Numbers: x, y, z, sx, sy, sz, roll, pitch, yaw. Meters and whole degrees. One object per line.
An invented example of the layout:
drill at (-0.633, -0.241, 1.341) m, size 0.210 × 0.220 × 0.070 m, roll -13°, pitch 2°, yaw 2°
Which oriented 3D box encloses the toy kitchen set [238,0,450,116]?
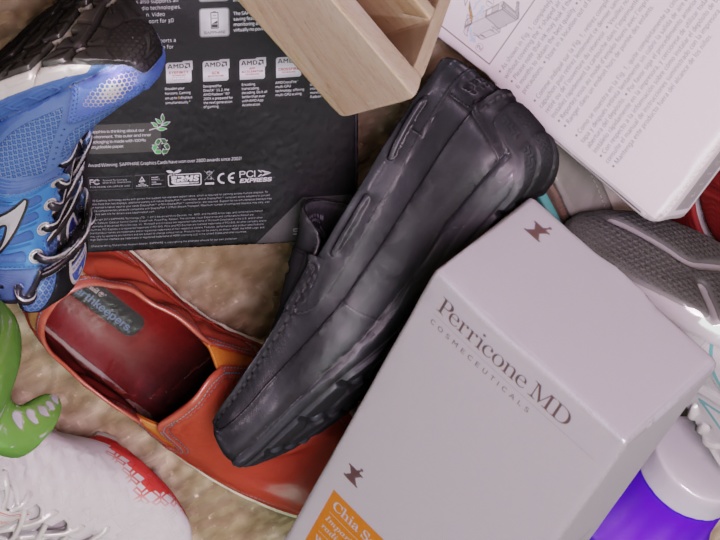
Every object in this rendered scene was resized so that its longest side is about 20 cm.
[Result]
toy kitchen set at (0.039, -0.192, 0.804) m, size 0.199 × 0.164 × 0.181 m, roll -11°, pitch 135°, yaw 39°

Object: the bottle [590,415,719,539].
bottle at (0.105, 0.145, 1.041) m, size 0.083 × 0.066 × 0.200 m, roll 23°, pitch 130°, yaw -12°

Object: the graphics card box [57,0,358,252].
graphics card box at (-0.063, -0.108, 0.932) m, size 0.124 × 0.051 × 0.201 m, roll -4°, pitch 116°, yaw -7°

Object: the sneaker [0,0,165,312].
sneaker at (-0.130, -0.039, 0.902) m, size 0.089 × 0.079 × 0.200 m, roll 46°, pitch 137°, yaw -9°

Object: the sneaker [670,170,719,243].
sneaker at (0.202, -0.035, 1.011) m, size 0.115 × 0.078 × 0.201 m, roll -21°, pitch 116°, yaw -19°

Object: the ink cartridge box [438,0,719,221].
ink cartridge box at (0.118, -0.152, 0.924) m, size 0.176 × 0.045 × 0.201 m, roll 41°, pitch 108°, yaw 15°

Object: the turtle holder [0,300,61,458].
turtle holder at (-0.205, 0.043, 0.834) m, size 0.140 × 0.186 × 0.132 m, roll -28°, pitch 115°, yaw 18°

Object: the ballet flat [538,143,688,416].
ballet flat at (0.103, -0.007, 1.009) m, size 0.064 × 0.067 × 0.201 m, roll -37°, pitch 120°, yaw -21°

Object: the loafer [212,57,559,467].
loafer at (0.000, 0.000, 0.938) m, size 0.070 × 0.068 × 0.201 m, roll 46°, pitch 113°, yaw 15°

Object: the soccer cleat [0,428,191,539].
soccer cleat at (-0.161, 0.093, 0.996) m, size 0.199 × 0.085 × 0.069 m, roll 33°, pitch 107°, yaw -21°

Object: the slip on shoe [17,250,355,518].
slip on shoe at (-0.072, 0.054, 1.004) m, size 0.200 × 0.061 × 0.074 m, roll 39°, pitch 104°, yaw -23°

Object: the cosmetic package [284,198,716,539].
cosmetic package at (0.050, 0.079, 0.927) m, size 0.101 × 0.071 × 0.201 m, roll 42°, pitch 136°, yaw 15°

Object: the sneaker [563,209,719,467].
sneaker at (0.160, 0.047, 0.952) m, size 0.199 × 0.071 × 0.080 m, roll 31°, pitch 121°, yaw -5°
